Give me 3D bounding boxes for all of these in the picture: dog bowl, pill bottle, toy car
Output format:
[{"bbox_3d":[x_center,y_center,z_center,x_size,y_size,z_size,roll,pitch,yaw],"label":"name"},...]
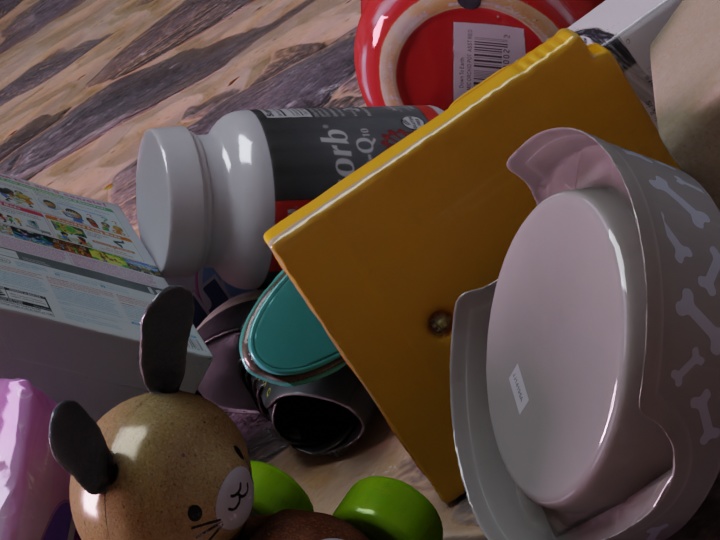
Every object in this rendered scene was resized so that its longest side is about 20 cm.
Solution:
[{"bbox_3d":[0.106,0.037,0.927,0.058,0.201,0.200,6,7,-20],"label":"dog bowl"},{"bbox_3d":[-0.038,-0.047,1.311,0.199,0.116,0.116,-4,10,-19],"label":"pill bottle"},{"bbox_3d":[-0.074,0.111,0.955,0.157,0.201,0.164,3,39,34],"label":"toy car"}]

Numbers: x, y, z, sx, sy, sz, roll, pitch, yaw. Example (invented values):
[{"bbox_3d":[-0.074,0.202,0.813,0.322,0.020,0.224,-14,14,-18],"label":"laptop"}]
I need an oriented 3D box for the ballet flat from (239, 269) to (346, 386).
[{"bbox_3d":[0.000,0.000,1.197,0.200,0.067,0.070,-48,0,-21],"label":"ballet flat"}]

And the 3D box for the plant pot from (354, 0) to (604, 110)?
[{"bbox_3d":[0.090,-0.176,1.420,0.200,0.201,0.183,-24,25,28],"label":"plant pot"}]

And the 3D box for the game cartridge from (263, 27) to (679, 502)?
[{"bbox_3d":[0.078,-0.003,1.052,0.200,0.177,0.032,-34,19,-2],"label":"game cartridge"}]

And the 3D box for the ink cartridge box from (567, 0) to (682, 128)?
[{"bbox_3d":[0.168,-0.078,1.131,0.200,0.145,0.084,-36,18,-6],"label":"ink cartridge box"}]

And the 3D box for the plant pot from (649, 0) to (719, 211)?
[{"bbox_3d":[0.247,-0.084,0.962,0.177,0.200,0.200,-35,18,19],"label":"plant pot"}]

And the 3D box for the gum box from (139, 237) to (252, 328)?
[{"bbox_3d":[-0.086,0.004,1.397,0.200,0.114,0.066,-40,20,-16],"label":"gum box"}]

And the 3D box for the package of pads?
[{"bbox_3d":[-0.171,0.165,1.018,0.075,0.120,0.201,-9,61,30],"label":"package of pads"}]

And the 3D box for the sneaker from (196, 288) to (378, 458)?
[{"bbox_3d":[-0.056,0.067,1.258,0.200,0.075,0.106,-16,26,40],"label":"sneaker"}]

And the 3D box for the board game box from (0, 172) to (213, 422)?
[{"bbox_3d":[-0.193,0.012,1.226,0.064,0.147,0.200,-62,33,18],"label":"board game box"}]
